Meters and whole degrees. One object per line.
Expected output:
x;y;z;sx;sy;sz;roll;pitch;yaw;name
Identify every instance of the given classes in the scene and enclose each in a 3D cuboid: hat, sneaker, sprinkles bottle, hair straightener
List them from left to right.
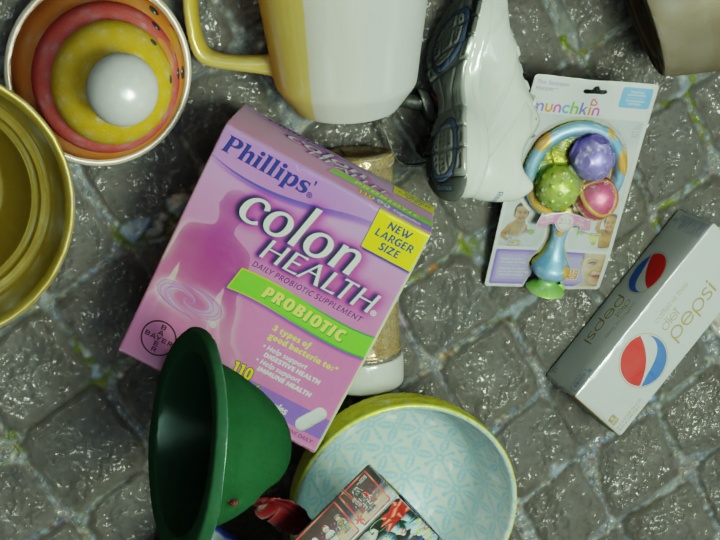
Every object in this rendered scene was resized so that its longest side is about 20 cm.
-0.055;0.134;1.041;0.174;0.200;0.168;6;77;-24;hat
0.000;0.000;1.174;0.067;0.068;0.203;-7;106;-16;sprinkles bottle
0.102;-0.104;1.193;0.197;0.041;0.078;8;102;-26;hair straightener
0.103;-0.146;1.148;0.086;0.074;0.203;12;75;-26;sneaker

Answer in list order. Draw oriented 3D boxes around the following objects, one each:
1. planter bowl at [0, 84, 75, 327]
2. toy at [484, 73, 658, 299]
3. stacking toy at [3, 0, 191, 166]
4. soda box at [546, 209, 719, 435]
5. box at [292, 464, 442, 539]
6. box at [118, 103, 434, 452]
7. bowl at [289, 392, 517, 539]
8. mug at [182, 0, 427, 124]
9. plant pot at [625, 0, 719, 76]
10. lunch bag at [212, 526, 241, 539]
-0.317;-0.054;1.046;0.197;0.083;0.203;-4;105;-17;planter bowl
0.184;-0.062;1.197;0.113;0.047;0.202;2;123;-16;toy
-0.178;-0.133;1.008;0.144;0.200;0.148;-5;106;-17;stacking toy
0.264;0.047;1.276;0.068;0.064;0.201;39;90;-23;soda box
-0.032;0.251;1.082;0.200;0.040;0.137;-45;149;-4;box
-0.063;0.005;1.094;0.174;0.097;0.202;28;105;-3;box
0.026;0.183;1.204;0.197;0.108;0.203;-5;112;-12;bowl
-0.027;-0.204;1.094;0.149;0.185;0.155;-31;127;-46;mug
0.312;-0.247;1.164;0.172;0.200;0.202;-22;111;6;plant pot
-0.129;0.321;1.183;0.169;0.128;0.201;35;101;-23;lunch bag
